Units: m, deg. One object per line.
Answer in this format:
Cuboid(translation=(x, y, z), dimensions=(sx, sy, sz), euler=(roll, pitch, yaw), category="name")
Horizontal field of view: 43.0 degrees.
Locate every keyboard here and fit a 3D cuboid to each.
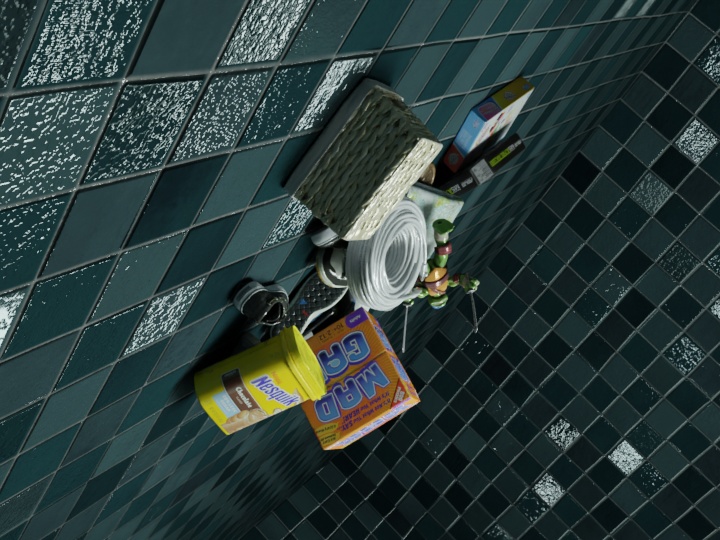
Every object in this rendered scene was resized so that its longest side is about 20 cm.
Cuboid(translation=(-0.131, 0.125, 1.823), dimensions=(0.199, 0.021, 0.127), euler=(-38, -171, 0), category="keyboard")

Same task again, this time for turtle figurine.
Cuboid(translation=(0.149, 0.020, 1.735), dimensions=(0.202, 0.141, 0.197), euler=(-65, 148, -49), category="turtle figurine")

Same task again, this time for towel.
Cuboid(translation=(0.099, -0.083, 1.765), dimensions=(0.198, 0.048, 0.172), euler=(11, 121, -50), category="towel")

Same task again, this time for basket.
Cuboid(translation=(0.008, -0.151, 1.304), dimensions=(0.201, 0.123, 0.135), euler=(-50, 167, 16), category="basket")

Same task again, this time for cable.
Cuboid(translation=(0.047, -0.032, 1.595), dimensions=(0.199, 0.068, 0.205), euler=(-25, 124, -52), category="cable")

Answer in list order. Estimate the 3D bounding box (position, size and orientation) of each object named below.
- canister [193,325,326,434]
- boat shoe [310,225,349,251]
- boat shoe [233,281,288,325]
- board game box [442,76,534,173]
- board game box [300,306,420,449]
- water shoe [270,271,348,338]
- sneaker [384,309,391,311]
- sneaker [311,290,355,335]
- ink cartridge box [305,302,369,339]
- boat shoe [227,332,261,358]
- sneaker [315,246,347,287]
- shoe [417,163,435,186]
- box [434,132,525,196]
Cuboid(translation=(-0.176, 0.197, 1.606), dimensions=(0.196, 0.088, 0.150), euler=(-24, 136, 5), category="canister")
Cuboid(translation=(-0.017, -0.067, 1.588), dimensions=(0.068, 0.058, 0.199), euler=(-21, -175, 32), category="boat shoe")
Cuboid(translation=(-0.155, 0.064, 1.527), dimensions=(0.069, 0.057, 0.200), euler=(-48, 168, 4), category="boat shoe")
Cuboid(translation=(0.268, -0.306, 1.917), dimensions=(0.199, 0.040, 0.154), euler=(-38, 164, -40), category="board game box")
Cuboid(translation=(-0.018, 0.222, 1.850), dimensions=(0.197, 0.203, 0.200), euler=(-31, 166, 3), category="board game box")
Cuboid(translation=(-0.102, 0.059, 1.758), dimensions=(0.200, 0.072, 0.079), euler=(-43, -170, -2), category="water shoe")
Cuboid(translation=(0.082, -0.009, 2.023), dimensions=(0.081, 0.075, 0.204), euler=(-70, 179, -81), category="sneaker")
Cuboid(translation=(-0.039, 0.084, 1.893), dimensions=(0.077, 0.067, 0.201), euler=(-12, 155, -28), category="sneaker")
Cuboid(translation=(-0.061, 0.090, 2.013), dimensions=(0.170, 0.044, 0.201), euler=(-13, 153, -23), category="ink cartridge box")
Cuboid(translation=(-0.221, 0.187, 1.688), dimensions=(0.071, 0.070, 0.202), euler=(-41, 167, -32), category="boat shoe")
Cuboid(translation=(0.000, 0.000, 1.692), dimensions=(0.086, 0.078, 0.198), euler=(-7, 161, 37), category="sneaker")
Cuboid(translation=(0.073, -0.135, 1.773), dimensions=(0.069, 0.054, 0.202), euler=(11, 120, -48), category="shoe")
Cuboid(translation=(0.235, -0.204, 1.965), dimensions=(0.199, 0.048, 0.192), euler=(-38, -176, -40), category="box")
